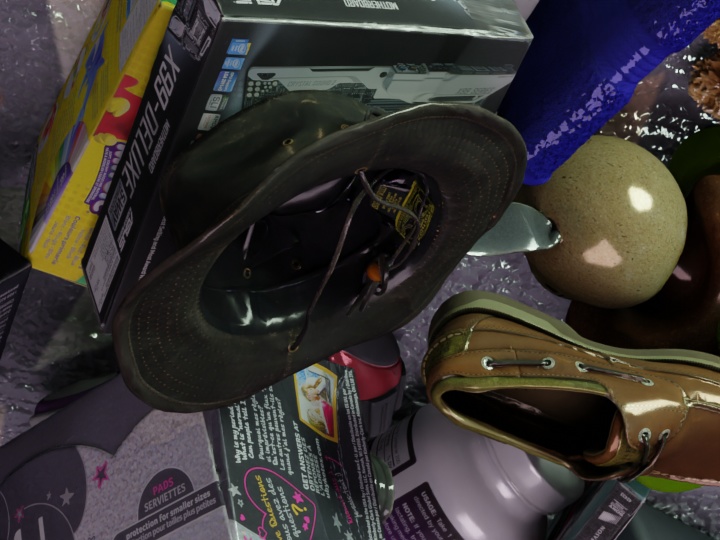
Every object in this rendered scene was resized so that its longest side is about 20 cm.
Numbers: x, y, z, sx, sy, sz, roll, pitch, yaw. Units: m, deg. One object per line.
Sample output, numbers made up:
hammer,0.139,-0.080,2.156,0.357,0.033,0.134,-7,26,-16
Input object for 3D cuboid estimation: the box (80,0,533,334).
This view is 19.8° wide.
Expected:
box,-0.030,-0.054,0.974,0.158,0.050,0.200,1,136,-28

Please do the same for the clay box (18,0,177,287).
clay box,-0.119,-0.081,1.033,0.048,0.115,0.200,19,127,-18

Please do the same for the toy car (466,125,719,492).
toy car,0.120,-0.008,1.075,0.200,0.164,0.158,24,125,-23

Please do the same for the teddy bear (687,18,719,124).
teddy bear,0.236,-0.122,1.065,0.200,0.067,0.145,28,114,-17

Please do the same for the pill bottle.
pill bottle,0.033,0.151,1.242,0.200,0.113,0.112,-33,124,23

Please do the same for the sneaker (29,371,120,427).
sneaker,-0.095,0.101,1.181,0.200,0.075,0.100,-10,100,34

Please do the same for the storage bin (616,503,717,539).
storage bin,0.198,0.246,1.327,0.200,0.146,0.134,27,114,-24

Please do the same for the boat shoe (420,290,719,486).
boat shoe,0.124,0.076,1.005,0.200,0.068,0.072,15,123,-3

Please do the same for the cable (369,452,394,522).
cable,-0.040,0.117,1.193,0.050,0.097,0.200,27,154,-38

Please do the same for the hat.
hat,-0.031,-0.028,0.898,0.200,0.081,0.201,-27,155,-14

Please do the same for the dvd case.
dvd case,0.129,0.151,1.204,0.022,0.146,0.200,34,128,4

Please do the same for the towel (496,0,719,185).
towel,0.138,-0.137,0.978,0.050,0.148,0.200,34,118,-24

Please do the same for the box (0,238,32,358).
box,-0.293,0.023,1.059,0.200,0.104,0.182,37,128,15

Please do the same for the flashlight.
flashlight,0.000,0.000,1.148,0.068,0.068,0.200,1,125,-9

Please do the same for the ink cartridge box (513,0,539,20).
ink cartridge box,0.046,-0.213,0.950,0.145,0.088,0.200,20,126,-18

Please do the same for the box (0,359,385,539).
box,-0.100,0.134,1.053,0.200,0.132,0.115,-31,146,34
